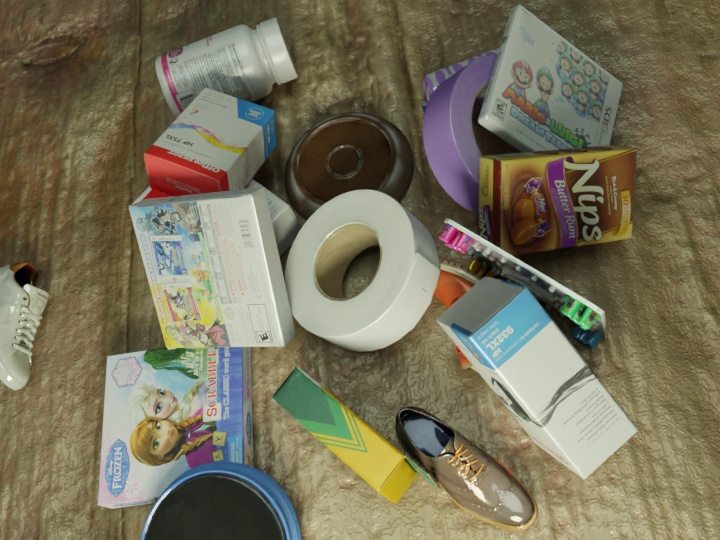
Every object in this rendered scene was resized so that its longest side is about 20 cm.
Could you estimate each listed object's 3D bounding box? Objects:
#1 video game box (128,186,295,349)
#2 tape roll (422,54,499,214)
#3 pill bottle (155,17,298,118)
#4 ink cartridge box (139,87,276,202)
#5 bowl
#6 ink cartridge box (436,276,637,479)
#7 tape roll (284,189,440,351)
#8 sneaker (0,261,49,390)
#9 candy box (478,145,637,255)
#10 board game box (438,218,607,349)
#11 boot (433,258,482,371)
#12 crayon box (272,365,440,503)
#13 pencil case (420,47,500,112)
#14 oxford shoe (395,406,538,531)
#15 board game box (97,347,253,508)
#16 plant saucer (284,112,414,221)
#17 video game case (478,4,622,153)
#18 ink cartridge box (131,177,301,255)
[{"bbox_3d":[-0.188,0.002,0.956,0.180,0.047,0.202,-3,109,19],"label":"video game box"},{"bbox_3d":[0.181,-0.176,0.985,0.198,0.065,0.202,6,78,-29],"label":"tape roll"},{"bbox_3d":[-0.205,-0.311,1.164,0.198,0.114,0.114,-20,64,2],"label":"pill bottle"},{"bbox_3d":[-0.210,-0.152,1.018,0.115,0.068,0.201,19,52,11],"label":"ink cartridge box"},{"bbox_3d":[-0.169,0.332,0.890,0.198,0.039,0.203,-1,80,9],"label":"bowl"},{"bbox_3d":[0.190,0.113,0.830,0.084,0.145,0.200,-40,98,-5],"label":"ink cartridge box"},{"bbox_3d":[0.000,0.000,0.972,0.201,0.071,0.204,-14,62,29],"label":"tape roll"},{"bbox_3d":[-0.494,0.070,1.082,0.084,0.073,0.201,-24,63,4],"label":"sneaker"},{"bbox_3d":[0.245,-0.089,0.926,0.198,0.056,0.118,-9,107,-22],"label":"candy box"},{"bbox_3d":[0.196,0.021,0.887,0.199,0.200,0.026,34,90,23],"label":"board game box"},{"bbox_3d":[0.137,0.064,0.951,0.199,0.075,0.108,35,83,22],"label":"boot"},{"bbox_3d":[-0.004,0.206,0.887,0.199,0.126,0.052,35,78,23],"label":"crayon box"},{"bbox_3d":[0.186,-0.271,1.080,0.198,0.084,0.086,-21,90,4],"label":"pencil case"},{"bbox_3d":[0.118,0.232,0.878,0.199,0.073,0.072,32,76,22],"label":"oxford shoe"},{"bbox_3d":[-0.242,0.199,0.988,0.198,0.041,0.202,-10,65,8],"label":"board game box"},{"bbox_3d":[-0.021,-0.155,1.102,0.198,0.032,0.202,-5,66,11],"label":"plant saucer"},{"bbox_3d":[0.256,-0.222,0.984,0.199,0.024,0.183,28,68,-22],"label":"video game case"},{"bbox_3d":[-0.208,-0.074,1.075,0.199,0.084,0.145,36,76,24],"label":"ink cartridge box"}]
